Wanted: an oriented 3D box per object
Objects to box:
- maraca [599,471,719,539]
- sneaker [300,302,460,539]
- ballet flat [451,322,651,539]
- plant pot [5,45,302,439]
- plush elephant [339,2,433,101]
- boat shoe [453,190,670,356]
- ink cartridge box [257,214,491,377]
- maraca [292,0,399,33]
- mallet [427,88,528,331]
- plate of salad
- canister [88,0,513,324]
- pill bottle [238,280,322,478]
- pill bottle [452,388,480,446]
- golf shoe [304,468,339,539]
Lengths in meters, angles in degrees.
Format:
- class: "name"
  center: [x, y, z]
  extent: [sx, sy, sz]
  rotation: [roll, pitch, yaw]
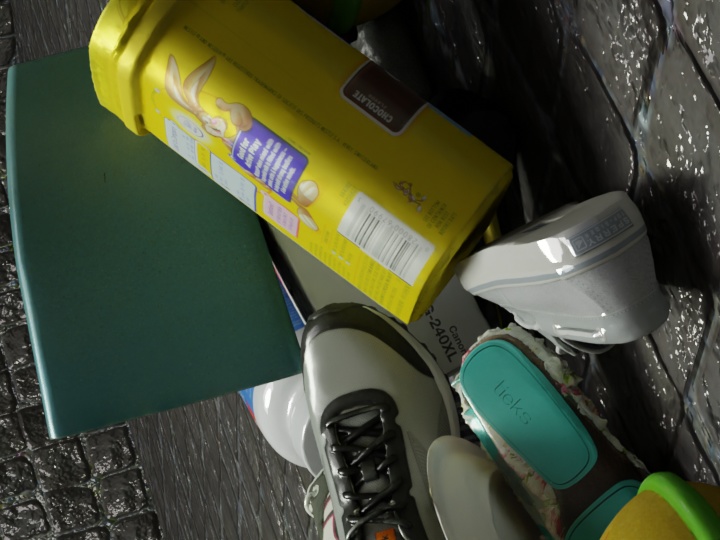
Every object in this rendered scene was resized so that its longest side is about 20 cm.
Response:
- class: "maraca"
  center: [0.150, 0.170, 0.821]
  extent: [0.137, 0.106, 0.201]
  rotation: [81, 168, -52]
- class: "sneaker"
  center: [0.017, 0.112, 1.084]
  extent: [0.079, 0.074, 0.201]
  rotation: [-24, -84, -71]
- class: "ballet flat"
  center: [0.116, 0.110, 1.009]
  extent: [0.064, 0.076, 0.201]
  rotation: [16, -139, -60]
- class: "plant pot"
  center: [-0.126, -0.025, 1.174]
  extent: [0.141, 0.141, 0.201]
  rotation: [175, 81, -85]
- class: "plush elephant"
  center: [-0.054, -0.178, 1.219]
  extent: [0.165, 0.154, 0.201]
  rotation: [93, 158, -53]
- class: "boat shoe"
  center: [0.098, 0.007, 0.978]
  extent: [0.069, 0.072, 0.200]
  rotation: [63, 166, -2]
- class: "ink cartridge box"
  center: [0.000, 0.000, 1.218]
  extent: [0.146, 0.083, 0.200]
  rotation: [62, 176, -1]
- class: "maraca"
  center: [-0.004, -0.220, 1.054]
  extent: [0.137, 0.106, 0.201]
  rotation: [-145, 59, -79]
- class: "mallet"
  center: [0.078, 0.001, 1.128]
  extent: [0.066, 0.041, 0.201]
  rotation: [-145, 39, -76]
- class: "plate of salad"
  center: [0.089, 0.169, 1.027]
  extent: [0.200, 0.048, 0.200]
  rotation: [47, -163, -19]
- class: "canister"
  center: [-0.029, -0.068, 1.041]
  extent: [0.200, 0.087, 0.149]
  rotation: [37, 168, 5]
- class: "pill bottle"
  center: [-0.031, 0.072, 1.491]
  extent: [0.200, 0.112, 0.113]
  rotation: [-127, 26, -62]
- class: "pill bottle"
  center: [0.069, 0.175, 1.180]
  extent: [0.106, 0.106, 0.201]
  rotation: [105, 149, -65]
- class: "golf shoe"
  center: [0.004, 0.163, 1.287]
  extent: [0.077, 0.088, 0.200]
  rotation: [59, -140, -29]
